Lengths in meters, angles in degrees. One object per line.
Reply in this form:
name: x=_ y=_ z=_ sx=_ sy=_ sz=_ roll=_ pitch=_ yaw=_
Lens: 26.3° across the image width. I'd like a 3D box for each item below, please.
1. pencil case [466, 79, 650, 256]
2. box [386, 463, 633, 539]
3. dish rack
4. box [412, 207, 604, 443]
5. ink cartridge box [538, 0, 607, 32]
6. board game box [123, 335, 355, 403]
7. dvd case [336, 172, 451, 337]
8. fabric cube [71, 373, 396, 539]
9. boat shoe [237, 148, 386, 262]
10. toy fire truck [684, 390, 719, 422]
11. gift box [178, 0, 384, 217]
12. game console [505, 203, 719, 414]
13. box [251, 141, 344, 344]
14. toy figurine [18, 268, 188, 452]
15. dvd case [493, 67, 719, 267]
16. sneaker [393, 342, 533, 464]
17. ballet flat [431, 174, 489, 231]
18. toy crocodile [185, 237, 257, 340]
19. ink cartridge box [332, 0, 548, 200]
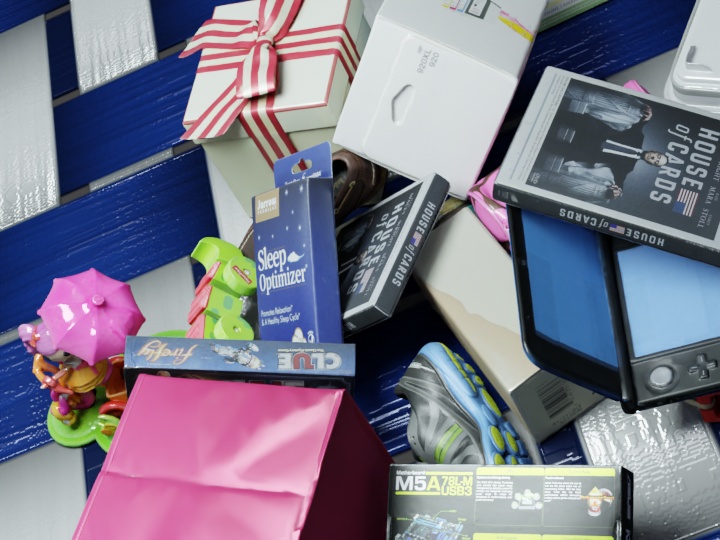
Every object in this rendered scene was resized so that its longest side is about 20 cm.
pencil case: x=0.200 y=-0.090 z=1.409 sx=0.199 sy=0.091 sz=0.094 roll=-36 pitch=11 yaw=-1
box: x=0.114 y=0.251 z=1.217 sx=0.198 sy=0.047 sz=0.195 roll=-4 pitch=72 yaw=23
dish rack: x=0.394 y=-0.238 z=1.501 sx=0.170 sy=0.044 sz=0.201 roll=8 pitch=58 yaw=31
box: x=0.126 y=0.046 z=1.377 sx=0.077 sy=0.095 sz=0.200 roll=-35 pitch=46 yaw=-2
ink cartridge box: x=0.170 y=-0.337 z=1.578 sx=0.144 sy=0.201 sz=0.048 roll=-23 pitch=46 yaw=7
board game box: x=-0.105 y=0.113 z=1.362 sx=0.198 sy=0.136 sz=0.035 roll=2 pitch=52 yaw=-1
dvd case: x=0.000 y=0.000 z=1.444 sx=0.200 sy=0.025 sz=0.151 roll=-29 pitch=32 yaw=58
fabric cube: x=-0.093 y=0.223 z=1.278 sx=0.197 sy=0.197 sz=0.201 roll=3 pitch=55 yaw=25
boat shoe: x=-0.063 y=-0.051 z=1.509 sx=0.200 sy=0.070 sz=0.071 roll=-45 pitch=76 yaw=26
toy fire truck: x=0.255 y=0.052 z=1.340 sx=0.198 sy=0.049 sz=0.142 roll=5 pitch=58 yaw=29
gift box: x=-0.082 y=-0.170 z=1.580 sx=0.198 sy=0.187 sz=0.186 roll=-8 pitch=51 yaw=18
game console: x=0.223 y=0.003 z=1.280 sx=0.169 sy=0.119 sz=0.202 roll=-16 pitch=50 yaw=17
box: x=-0.060 y=-0.010 z=1.417 sx=0.121 sy=0.032 sz=0.202 roll=-13 pitch=79 yaw=60
toy figurine: x=-0.256 y=0.077 z=1.474 sx=0.198 sy=0.185 sz=0.151 roll=-12 pitch=50 yaw=18
dvd case: x=0.229 y=-0.090 z=1.302 sx=0.198 sy=0.025 sz=0.151 roll=17 pitch=53 yaw=14
sneaker: x=0.089 y=0.153 z=1.340 sx=0.083 sy=0.071 sz=0.200 roll=-45 pitch=48 yaw=17
ballet flat: x=0.150 y=-0.077 z=1.485 sx=0.199 sy=0.071 sz=0.071 roll=-30 pitch=48 yaw=-1
toy crocodile: x=-0.138 y=0.045 z=1.470 sx=0.068 sy=0.061 sz=0.201 roll=-49 pitch=25 yaw=39
ink cartridge box: x=0.081 y=-0.196 z=1.478 sx=0.143 sy=0.148 sz=0.201 roll=23 pitch=37 yaw=2
